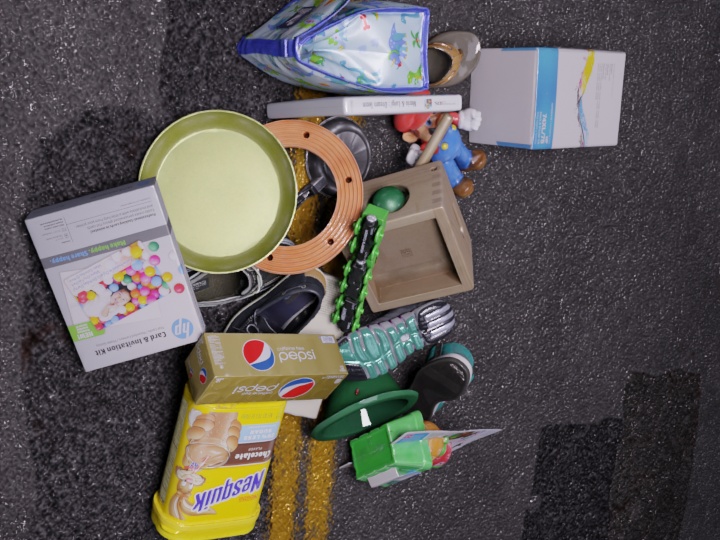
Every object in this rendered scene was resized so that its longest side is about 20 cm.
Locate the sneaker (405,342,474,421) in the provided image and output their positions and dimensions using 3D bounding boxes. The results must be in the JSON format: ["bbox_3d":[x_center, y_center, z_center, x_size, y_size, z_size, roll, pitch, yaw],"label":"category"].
[{"bbox_3d":[0.142,0.156,1.309,0.083,0.200,0.121,40,55,4],"label":"sneaker"}]

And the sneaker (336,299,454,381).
[{"bbox_3d":[0.036,0.096,1.201,0.197,0.087,0.076,-20,105,-10],"label":"sneaker"}]

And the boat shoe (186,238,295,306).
[{"bbox_3d":[-0.160,0.011,1.105,0.198,0.071,0.073,-23,114,-29],"label":"boat shoe"}]

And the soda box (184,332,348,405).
[{"bbox_3d":[-0.119,0.125,1.065,0.197,0.065,0.068,5,140,-37],"label":"soda box"}]

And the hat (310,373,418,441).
[{"bbox_3d":[-0.011,0.141,1.265,0.198,0.166,0.178,-2,61,-40],"label":"hat"}]

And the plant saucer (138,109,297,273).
[{"bbox_3d":[-0.178,-0.098,1.049,0.196,0.031,0.204,0,90,-9],"label":"plant saucer"}]

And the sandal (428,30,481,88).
[{"bbox_3d":[0.106,-0.308,1.225,0.197,0.054,0.083,-13,109,-33],"label":"sandal"}]

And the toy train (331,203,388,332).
[{"bbox_3d":[0.000,0.000,1.105,0.057,0.041,0.202,-60,168,-48],"label":"toy train"}]

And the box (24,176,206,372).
[{"bbox_3d":[-0.287,0.007,0.994,0.153,0.041,0.203,-14,114,-3],"label":"box"}]

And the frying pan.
[{"bbox_3d":[-0.056,-0.145,1.169,0.188,0.031,0.117,-28,116,-31],"label":"frying pan"}]

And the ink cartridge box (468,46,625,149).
[{"bbox_3d":[0.292,-0.272,1.311,0.197,0.146,0.149,-8,106,-33],"label":"ink cartridge box"}]

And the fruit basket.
[{"bbox_3d":[0.093,0.284,1.300,0.197,0.185,0.095,12,59,-34],"label":"fruit basket"}]

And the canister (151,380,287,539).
[{"bbox_3d":[-0.187,0.247,1.110,0.146,0.086,0.203,4,112,-35],"label":"canister"}]

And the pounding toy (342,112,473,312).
[{"bbox_3d":[0.070,-0.077,1.167,0.144,0.181,0.201,-86,156,-46],"label":"pounding toy"}]

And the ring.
[{"bbox_3d":[-0.093,-0.096,1.087,0.196,0.019,0.205,-1,82,4],"label":"ring"}]

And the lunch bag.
[{"bbox_3d":[-0.036,-0.284,1.058,0.197,0.169,0.130,-12,108,-31],"label":"lunch bag"}]

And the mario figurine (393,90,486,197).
[{"bbox_3d":[0.126,-0.193,1.232,0.200,0.105,0.125,41,33,-42],"label":"mario figurine"}]

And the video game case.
[{"bbox_3d":[0.001,-0.213,1.083,0.180,0.199,0.024,-9,102,-33],"label":"video game case"}]

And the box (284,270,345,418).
[{"bbox_3d":[-0.077,0.101,1.189,0.081,0.068,0.203,20,90,-37],"label":"box"}]

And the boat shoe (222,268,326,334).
[{"bbox_3d":[-0.122,0.075,1.118,0.200,0.063,0.074,-42,118,15],"label":"boat shoe"}]
